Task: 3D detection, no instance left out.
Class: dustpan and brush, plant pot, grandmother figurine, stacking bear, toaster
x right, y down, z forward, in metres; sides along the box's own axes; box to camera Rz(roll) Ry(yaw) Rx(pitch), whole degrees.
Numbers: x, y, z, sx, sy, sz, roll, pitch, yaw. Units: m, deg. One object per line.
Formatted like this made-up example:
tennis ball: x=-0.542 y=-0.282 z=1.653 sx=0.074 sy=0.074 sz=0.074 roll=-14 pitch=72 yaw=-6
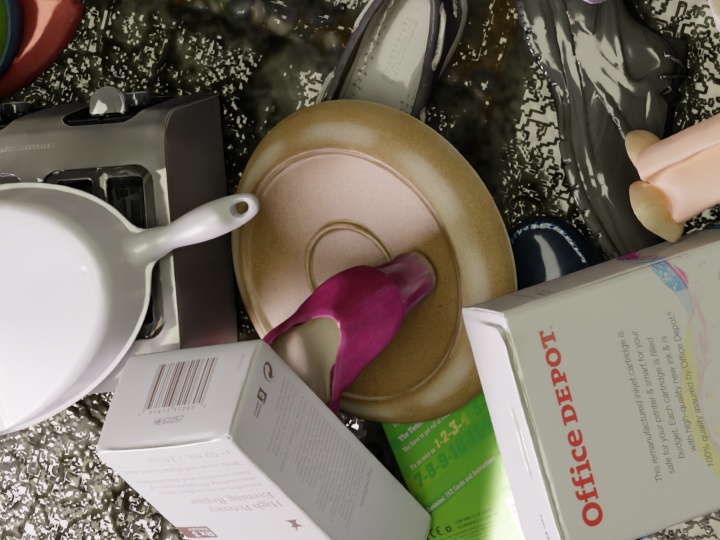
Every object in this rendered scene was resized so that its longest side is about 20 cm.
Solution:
dustpan and brush: x=-0.151 y=-0.002 z=1.594 sx=0.199 sy=0.057 sz=0.140 roll=-22 pitch=90 yaw=23
plant pot: x=0.000 y=0.000 z=1.635 sx=0.199 sy=0.027 sz=0.201 roll=13 pitch=115 yaw=30
grandmother figurine: x=0.235 y=-0.085 z=1.505 sx=0.200 sy=0.060 sz=0.122 roll=-32 pitch=48 yaw=31
stacking bear: x=-0.267 y=-0.151 z=1.653 sx=0.121 sy=0.200 sz=0.114 roll=36 pitch=103 yaw=10
toaster: x=-0.176 y=-0.009 z=1.683 sx=0.180 sy=0.119 sz=0.201 roll=-3 pitch=94 yaw=17

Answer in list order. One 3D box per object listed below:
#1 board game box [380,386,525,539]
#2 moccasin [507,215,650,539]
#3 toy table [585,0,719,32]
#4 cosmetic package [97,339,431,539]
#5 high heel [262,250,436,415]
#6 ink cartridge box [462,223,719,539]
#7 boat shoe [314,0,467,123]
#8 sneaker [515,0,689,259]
board game box: x=0.057 y=0.084 z=1.661 sx=0.095 sy=0.030 sz=0.201 roll=-24 pitch=90 yaw=33
moccasin: x=0.136 y=0.062 z=1.627 sx=0.080 sy=0.068 sz=0.201 roll=-24 pitch=88 yaw=16
toy table: x=0.208 y=-0.220 z=1.538 sx=0.117 sy=0.184 sz=0.201 roll=26 pitch=89 yaw=23
cosmetic package: x=-0.053 y=0.125 z=1.612 sx=0.101 sy=0.200 sz=0.074 roll=-8 pitch=50 yaw=34
high heel: x=-0.039 y=0.063 z=1.607 sx=0.200 sy=0.096 sz=0.068 roll=-38 pitch=85 yaw=38
ink cartridge box: x=0.173 y=0.061 z=1.559 sx=0.199 sy=0.085 sz=0.145 roll=-17 pitch=97 yaw=-15
boat shoe: x=0.006 y=-0.086 z=1.655 sx=0.074 sy=0.060 sz=0.201 roll=28 pitch=102 yaw=10
sneaker: x=0.153 y=-0.094 z=1.611 sx=0.090 sy=0.076 sz=0.201 roll=-16 pitch=93 yaw=9
